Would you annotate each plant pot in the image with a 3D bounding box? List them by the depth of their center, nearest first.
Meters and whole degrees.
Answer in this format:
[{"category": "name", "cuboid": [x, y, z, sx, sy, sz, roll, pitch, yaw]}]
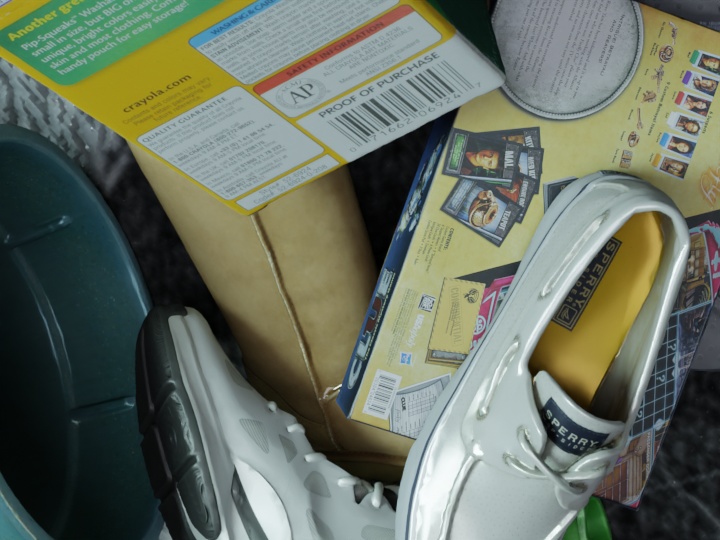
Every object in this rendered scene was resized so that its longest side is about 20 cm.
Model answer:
[{"category": "plant pot", "cuboid": [-0.214, 0.060, 0.857, 0.195, 0.200, 0.201, -17, 103, 18]}]

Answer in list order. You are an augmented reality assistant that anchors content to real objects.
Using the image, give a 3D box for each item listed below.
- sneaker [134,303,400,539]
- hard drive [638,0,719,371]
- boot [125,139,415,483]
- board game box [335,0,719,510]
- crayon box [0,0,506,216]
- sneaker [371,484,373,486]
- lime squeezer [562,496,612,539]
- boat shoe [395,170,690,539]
[{"category": "sneaker", "cuboid": [-0.022, 0.099, 0.845, 0.115, 0.076, 0.201, -16, 74, -24]}, {"category": "hard drive", "cuboid": [0.152, -0.055, 0.856, 0.134, 0.042, 0.201, 2, 106, 6]}, {"category": "boot", "cuboid": [0.000, 0.000, 0.841, 0.174, 0.066, 0.201, -9, 118, 20]}, {"category": "board game box", "cuboid": [0.086, -0.015, 0.800, 0.135, 0.035, 0.201, 19, 96, -12]}, {"category": "crayon box", "cuboid": [-0.051, -0.101, 0.681, 0.125, 0.200, 0.052, -26, 58, 22]}, {"category": "sneaker", "cuboid": [-0.008, 0.176, 0.874, 0.115, 0.200, 0.081, -5, 149, 3]}, {"category": "lime squeezer", "cuboid": [0.087, 0.124, 0.914, 0.200, 0.038, 0.071, 34, 106, -5]}, {"category": "boat shoe", "cuboid": [0.075, 0.057, 0.756, 0.071, 0.070, 0.201, 26, 94, -13]}]
